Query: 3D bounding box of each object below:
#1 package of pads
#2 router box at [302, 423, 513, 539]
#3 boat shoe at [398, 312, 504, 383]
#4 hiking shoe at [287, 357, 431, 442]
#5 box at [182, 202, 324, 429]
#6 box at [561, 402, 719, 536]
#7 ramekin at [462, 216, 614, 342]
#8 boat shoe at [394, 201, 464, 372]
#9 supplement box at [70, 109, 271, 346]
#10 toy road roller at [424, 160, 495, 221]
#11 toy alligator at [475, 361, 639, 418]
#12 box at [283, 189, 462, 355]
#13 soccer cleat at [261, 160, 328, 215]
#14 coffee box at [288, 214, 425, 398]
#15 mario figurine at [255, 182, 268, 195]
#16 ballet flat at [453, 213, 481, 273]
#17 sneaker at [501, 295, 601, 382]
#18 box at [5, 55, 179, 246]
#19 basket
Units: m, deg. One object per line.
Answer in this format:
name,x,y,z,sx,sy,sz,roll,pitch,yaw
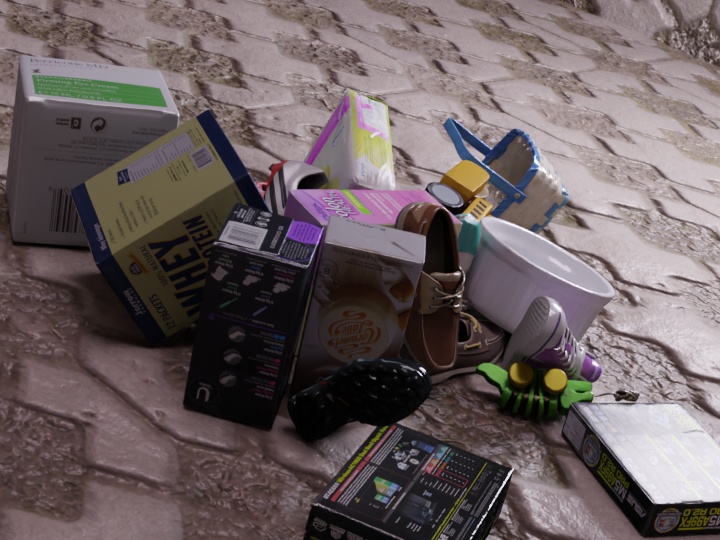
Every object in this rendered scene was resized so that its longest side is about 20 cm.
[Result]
package of pads,-0.017,-0.124,1.838,0.068,0.155,0.201,19,40,-21
router box,0.049,0.235,1.370,0.149,0.063,0.200,21,25,15
boat shoe,0.118,0.087,1.725,0.072,0.060,0.199,32,30,34
hiking shoe,0.007,0.120,1.460,0.199,0.075,0.087,-18,10,46
box,-0.116,0.048,1.514,0.105,0.202,0.122,14,24,2
box,0.343,0.221,1.580,0.159,0.045,0.200,3,27,-24
ramekin,0.224,0.021,1.828,0.199,0.098,0.201,26,15,-7
boat shoe,0.084,0.019,1.616,0.075,0.202,0.072,-9,1,-29
supplement box,-0.214,-0.055,1.654,0.199,0.135,0.200,-31,34,-3
toy road roller,0.149,-0.054,1.985,0.145,0.123,0.200,33,29,7
toy alligator,0.232,0.153,1.655,0.198,0.059,0.055,11,64,1
box,0.000,0.000,1.709,0.199,0.177,0.097,-3,29,-31
soccer cleat,-0.105,-0.052,1.773,0.085,0.201,0.069,8,-25,33
coffee box,-0.004,0.053,1.564,0.113,0.201,0.080,12,25,-2
mario figurine,-0.057,-0.081,1.931,0.198,0.107,0.123,21,-10,-3
ballet flat,0.109,-0.005,1.801,0.067,0.200,0.071,1,69,-18
sneaker,0.244,0.091,1.668,0.113,0.073,0.201,19,-16,2
box,-0.353,-0.153,1.822,0.197,0.202,0.172,3,24,-19
basket,0.218,-0.152,2.171,0.200,0.139,0.177,39,16,-21
